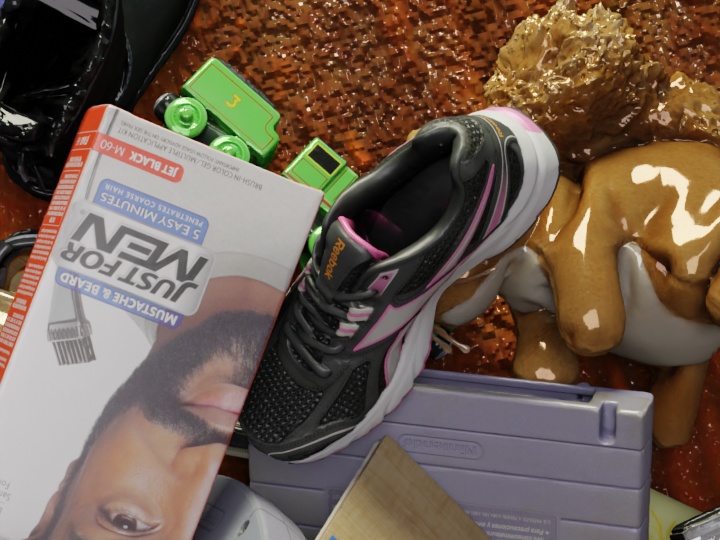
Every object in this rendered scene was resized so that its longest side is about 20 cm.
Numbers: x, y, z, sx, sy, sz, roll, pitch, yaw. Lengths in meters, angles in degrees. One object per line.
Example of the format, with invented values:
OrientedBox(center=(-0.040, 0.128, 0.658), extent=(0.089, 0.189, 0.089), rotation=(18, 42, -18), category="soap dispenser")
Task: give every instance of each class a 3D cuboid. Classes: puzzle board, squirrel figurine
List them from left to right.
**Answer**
OrientedBox(center=(0.057, 0.180, 1.125), extent=(0.200, 0.151, 0.017), rotation=(45, 117, -4), category="puzzle board")
OrientedBox(center=(0.100, -0.033, 1.231), extent=(0.186, 0.142, 0.200), rotation=(12, 64, -3), category="squirrel figurine")

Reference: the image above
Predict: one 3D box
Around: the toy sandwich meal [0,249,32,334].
OrientedBox(center=(-0.180, 0.081, 1.210), extent=(0.205, 0.070, 0.206), rotation=(5, 111, 13), category="toy sandwich meal")

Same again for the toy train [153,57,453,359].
OrientedBox(center=(-0.022, -0.032, 1.271), extent=(0.200, 0.042, 0.056), rotation=(41, 69, 3), category="toy train")

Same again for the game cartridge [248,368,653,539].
OrientedBox(center=(0.043, 0.111, 1.204), extent=(0.199, 0.038, 0.130), rotation=(6, 117, 15), category="game cartridge")

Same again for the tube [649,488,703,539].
OrientedBox(center=(0.124, 0.130, 1.246), extent=(0.200, 0.052, 0.058), rotation=(30, 122, -5), category="tube")

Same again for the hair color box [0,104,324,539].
OrientedBox(center=(-0.106, 0.037, 1.124), extent=(0.111, 0.064, 0.200), rotation=(21, 87, -15), category="hair color box")

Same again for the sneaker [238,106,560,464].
OrientedBox(center=(0.000, 0.000, 1.131), extent=(0.080, 0.086, 0.200), rotation=(41, 104, 25), category="sneaker")

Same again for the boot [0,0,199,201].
OrientedBox(center=(-0.135, -0.128, 1.220), extent=(0.073, 0.162, 0.199), rotation=(23, 80, 3), category="boot")

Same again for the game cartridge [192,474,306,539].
OrientedBox(center=(-0.086, 0.161, 1.160), extent=(0.042, 0.200, 0.133), rotation=(42, 80, -15), category="game cartridge")

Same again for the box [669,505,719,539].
OrientedBox(center=(0.279, 0.175, 1.192), extent=(0.200, 0.048, 0.194), rotation=(-24, 86, -6), category="box")

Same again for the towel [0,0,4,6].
OrientedBox(center=(-0.273, -0.129, 1.277), extent=(0.200, 0.050, 0.148), rotation=(18, 88, 1), category="towel")

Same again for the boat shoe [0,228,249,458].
OrientedBox(center=(-0.100, 0.039, 1.244), extent=(0.200, 0.068, 0.072), rotation=(27, 79, 1), category="boat shoe")
